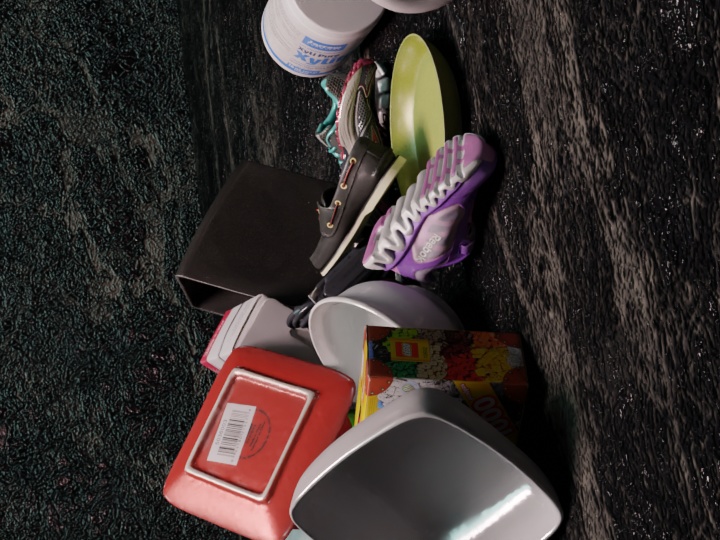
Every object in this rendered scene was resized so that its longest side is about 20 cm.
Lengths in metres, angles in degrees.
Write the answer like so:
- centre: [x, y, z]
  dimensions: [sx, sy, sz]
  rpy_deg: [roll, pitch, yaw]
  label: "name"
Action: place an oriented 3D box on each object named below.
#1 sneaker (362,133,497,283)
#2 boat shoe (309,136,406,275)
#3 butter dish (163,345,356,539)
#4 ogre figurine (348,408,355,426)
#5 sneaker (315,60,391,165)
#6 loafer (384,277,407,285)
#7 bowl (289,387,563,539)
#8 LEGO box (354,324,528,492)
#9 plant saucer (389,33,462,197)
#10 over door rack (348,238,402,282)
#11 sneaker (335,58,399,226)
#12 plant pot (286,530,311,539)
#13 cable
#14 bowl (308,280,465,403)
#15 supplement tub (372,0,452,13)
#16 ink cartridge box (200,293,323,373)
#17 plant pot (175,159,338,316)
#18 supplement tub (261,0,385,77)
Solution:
- centre: [0.086, -0.054, 1.275]
  dimensions: [0.200, 0.088, 0.081]
  rpy_deg: [-48, 15, 43]
  label: "sneaker"
- centre: [-0.016, -0.073, 1.458]
  dimensions: [0.074, 0.063, 0.202]
  rpy_deg: [-57, -1, -45]
  label: "boat shoe"
- centre: [-0.087, 0.209, 1.431]
  dimensions: [0.199, 0.148, 0.201]
  rpy_deg: [13, 71, 38]
  label: "butter dish"
- centre: [-0.013, 0.262, 1.675]
  dimensions: [0.098, 0.119, 0.202]
  rpy_deg: [-164, 71, -80]
  label: "ogre figurine"
- centre: [-0.012, -0.159, 1.588]
  dimensions: [0.078, 0.091, 0.202]
  rpy_deg: [-131, 39, -69]
  label: "sneaker"
- centre: [0.048, 0.094, 1.474]
  dimensions: [0.076, 0.067, 0.201]
  rpy_deg: [110, 154, -64]
  label: "loafer"
- centre: [0.059, 0.195, 1.150]
  dimensions: [0.200, 0.199, 0.075]
  rpy_deg: [-38, 26, 28]
  label: "bowl"
- centre: [0.070, 0.154, 1.218]
  dimensions: [0.077, 0.148, 0.201]
  rpy_deg: [-92, 6, -53]
  label: "LEGO box"
- centre: [0.072, -0.153, 1.373]
  dimensions: [0.200, 0.031, 0.202]
  rpy_deg: [175, 90, -77]
  label: "plant saucer"
- centre: [0.006, 0.035, 1.631]
  dimensions: [0.200, 0.066, 0.149]
  rpy_deg: [-173, 79, -76]
  label: "over door rack"
- centre: [0.015, -0.152, 1.507]
  dimensions: [0.081, 0.074, 0.201]
  rpy_deg: [-63, -28, -64]
  label: "sneaker"
- centre: [0.029, 0.314, 1.432]
  dimensions: [0.134, 0.199, 0.201]
  rpy_deg: [-52, 38, 32]
  label: "plant pot"
- centre: [0.000, 0.000, 1.457]
  dimensions: [0.051, 0.200, 0.163]
  rpy_deg: [44, 163, -1]
  label: "cable"
- centre: [0.049, 0.080, 1.341]
  dimensions: [0.200, 0.090, 0.202]
  rpy_deg: [32, 149, 22]
  label: "bowl"
- centre: [0.032, -0.345, 1.237]
  dimensions: [0.200, 0.144, 0.146]
  rpy_deg: [-118, 27, -59]
  label: "supplement tub"
- centre: [-0.104, 0.109, 1.589]
  dimensions: [0.084, 0.145, 0.200]
  rpy_deg: [-61, 11, -15]
  label: "ink cartridge box"
- centre: [-0.112, -0.029, 1.658]
  dimensions: [0.200, 0.199, 0.179]
  rpy_deg: [95, -171, -76]
  label: "plant pot"
- centre: [-0.047, -0.327, 1.589]
  dimensions: [0.200, 0.131, 0.133]
  rpy_deg: [155, 110, -76]
  label: "supplement tub"
